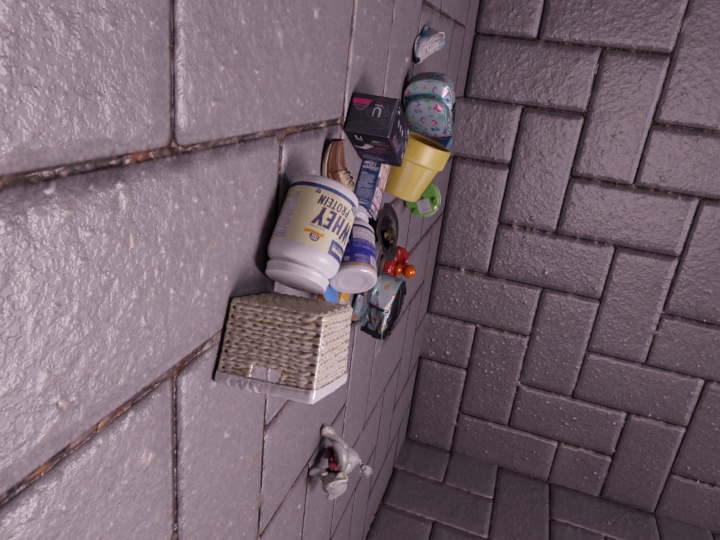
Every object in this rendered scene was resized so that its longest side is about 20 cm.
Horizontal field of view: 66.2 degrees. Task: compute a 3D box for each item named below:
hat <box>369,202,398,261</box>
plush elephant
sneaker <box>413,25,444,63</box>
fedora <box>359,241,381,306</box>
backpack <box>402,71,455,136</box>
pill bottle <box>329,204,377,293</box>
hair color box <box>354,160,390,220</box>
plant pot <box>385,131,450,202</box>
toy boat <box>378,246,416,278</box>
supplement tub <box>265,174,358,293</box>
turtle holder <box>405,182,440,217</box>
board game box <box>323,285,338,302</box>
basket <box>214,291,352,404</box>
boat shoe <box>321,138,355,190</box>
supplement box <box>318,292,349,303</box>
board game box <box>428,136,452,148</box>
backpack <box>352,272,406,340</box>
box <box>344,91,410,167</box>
[{"bbox_3d":[0.057,-0.120,1.721,0.200,0.080,0.202,1,90,-69],"label":"hat"},{"bbox_3d":[-0.082,0.619,1.709,0.155,0.199,0.165,-40,152,-37],"label":"plush elephant"},{"bbox_3d":[0.237,-0.764,1.864,0.075,0.086,0.201,86,23,-52],"label":"sneaker"},{"bbox_3d":[0.000,0.000,1.592,0.200,0.090,0.178,96,11,-60],"label":"fedora"},{"bbox_3d":[0.226,-0.546,1.830,0.151,0.176,0.201,-66,158,-51],"label":"backpack"},{"bbox_3d":[-0.022,-0.057,1.357,0.120,0.119,0.201,77,9,-59],"label":"pill bottle"},{"bbox_3d":[0.034,-0.256,1.581,0.100,0.060,0.201,42,61,-74],"label":"hair color box"},{"bbox_3d":[0.157,-0.331,1.758,0.190,0.200,0.201,-65,170,20],"label":"plant pot"},{"bbox_3d":[0.144,-0.005,2.053,0.200,0.130,0.131,-54,153,-56],"label":"toy boat"},{"bbox_3d":[-0.097,-0.069,1.084,0.145,0.144,0.201,62,42,-68],"label":"supplement tub"},{"bbox_3d":[0.238,-0.302,2.194,0.141,0.185,0.132,-48,172,18],"label":"turtle holder"},{"bbox_3d":[-0.098,0.010,1.337,0.200,0.039,0.159,68,17,-53],"label":"board game box"},{"bbox_3d":[-0.134,0.136,1.031,0.200,0.197,0.162,-6,104,-74],"label":"basket"},{"bbox_3d":[-0.048,-0.205,1.292,0.076,0.073,0.201,-51,150,-59],"label":"boat shoe"},{"bbox_3d":[-0.058,0.031,1.465,0.069,0.066,0.201,63,42,-63],"label":"supplement box"},{"bbox_3d":[0.238,-0.445,2.000,0.200,0.151,0.045,-58,156,-52],"label":"board game box"},{"bbox_3d":[0.065,0.103,1.802,0.201,0.153,0.176,-64,167,10],"label":"backpack"},{"bbox_3d":[0.048,-0.360,1.424,0.200,0.121,0.107,38,66,-74],"label":"box"}]
